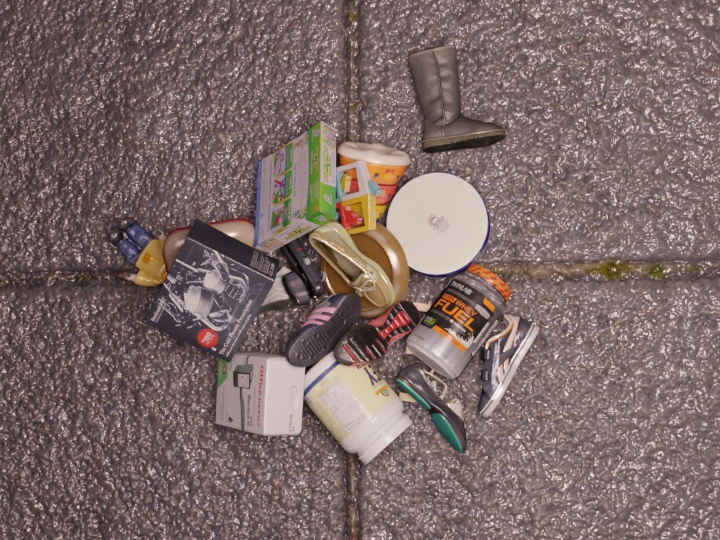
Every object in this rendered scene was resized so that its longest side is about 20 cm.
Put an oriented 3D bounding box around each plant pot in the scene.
[{"bbox_3d":[0.000,0.000,1.722,0.199,0.027,0.201,9,107,29],"label":"plant pot"}]

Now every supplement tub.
[{"bbox_3d":[0.188,0.094,1.665,0.122,0.123,0.200,35,80,11],"label":"supplement tub"},{"bbox_3d":[-0.010,0.254,1.688,0.145,0.145,0.200,-42,80,5],"label":"supplement tub"}]

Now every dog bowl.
[{"bbox_3d":[0.152,-0.087,1.717,0.199,0.079,0.201,-1,86,10],"label":"dog bowl"}]

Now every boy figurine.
[{"bbox_3d":[-0.431,-0.017,1.828,0.200,0.064,0.124,43,91,13],"label":"boy figurine"}]

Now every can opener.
[{"bbox_3d":[-0.127,-0.025,1.755,0.063,0.078,0.201,-50,56,44],"label":"can opener"}]

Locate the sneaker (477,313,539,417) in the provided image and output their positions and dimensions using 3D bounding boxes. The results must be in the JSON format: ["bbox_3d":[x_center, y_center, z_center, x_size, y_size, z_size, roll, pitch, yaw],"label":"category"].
[{"bbox_3d":[0.260,0.177,1.680,0.079,0.078,0.201,29,80,6],"label":"sneaker"}]

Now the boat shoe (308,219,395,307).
[{"bbox_3d":[-0.016,-0.003,1.659,0.201,0.063,0.073,52,138,-5],"label":"boat shoe"}]

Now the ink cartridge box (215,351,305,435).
[{"bbox_3d":[-0.196,0.233,1.699,0.200,0.084,0.147,-3,83,54],"label":"ink cartridge box"}]

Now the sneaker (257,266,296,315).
[{"bbox_3d":[-0.218,0.050,1.788,0.199,0.070,0.081,-14,68,7],"label":"sneaker"}]

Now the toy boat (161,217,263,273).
[{"bbox_3d":[-0.295,-0.047,1.778,0.199,0.131,0.131,-10,118,-6],"label":"toy boat"}]

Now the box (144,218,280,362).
[{"bbox_3d":[-0.279,0.039,1.675,0.181,0.104,0.201,27,110,-10],"label":"box"}]

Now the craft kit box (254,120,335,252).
[{"bbox_3d":[-0.127,-0.160,1.710,0.197,0.048,0.201,-26,54,43],"label":"craft kit box"}]

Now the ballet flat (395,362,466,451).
[{"bbox_3d":[0.152,0.255,1.691,0.073,0.073,0.200,-41,97,5],"label":"ballet flat"}]

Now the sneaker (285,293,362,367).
[{"bbox_3d":[-0.083,0.114,1.677,0.082,0.200,0.070,1,121,46],"label":"sneaker"}]

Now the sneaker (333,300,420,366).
[{"bbox_3d":[0.027,0.133,1.675,0.200,0.087,0.074,-28,80,-32],"label":"sneaker"}]

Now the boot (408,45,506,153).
[{"bbox_3d":[0.189,-0.342,1.741,0.181,0.073,0.201,-4,79,8],"label":"boot"}]

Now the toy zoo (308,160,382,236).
[{"bbox_3d":[-0.035,-0.131,1.680,0.199,0.020,0.132,-9,89,46],"label":"toy zoo"}]

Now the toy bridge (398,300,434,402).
[{"bbox_3d":[0.122,0.159,1.731,0.067,0.027,0.201,9,87,8],"label":"toy bridge"}]

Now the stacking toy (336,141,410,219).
[{"bbox_3d":[0.014,-0.146,1.741,0.145,0.146,0.201,12,107,11],"label":"stacking toy"}]
